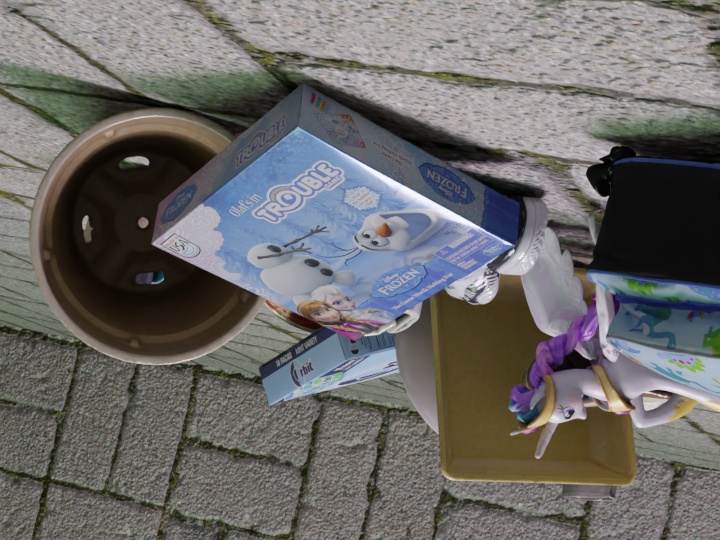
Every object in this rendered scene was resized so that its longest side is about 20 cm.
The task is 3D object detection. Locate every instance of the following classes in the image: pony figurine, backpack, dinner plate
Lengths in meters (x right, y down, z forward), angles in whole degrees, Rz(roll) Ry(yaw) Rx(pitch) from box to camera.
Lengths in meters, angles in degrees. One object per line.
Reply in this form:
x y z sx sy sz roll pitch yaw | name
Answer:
0.209 0.048 1.338 0.198 0.195 0.166 -4 179 -14 | pony figurine
0.264 0.013 1.065 0.199 0.149 0.182 16 173 -38 | backpack
0.126 0.075 1.520 0.198 0.202 0.024 16 157 -20 | dinner plate

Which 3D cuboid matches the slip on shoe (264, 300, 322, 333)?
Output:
-0.075 -0.005 1.587 0.200 0.074 0.061 42 154 -19 | slip on shoe

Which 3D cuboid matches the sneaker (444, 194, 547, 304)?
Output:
0.072 -0.029 1.343 0.114 0.076 0.200 15 166 -10 | sneaker

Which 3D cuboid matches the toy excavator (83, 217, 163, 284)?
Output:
-0.198 -0.031 1.667 0.199 0.101 0.194 14 -178 -40 | toy excavator

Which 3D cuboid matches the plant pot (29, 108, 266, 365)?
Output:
-0.177 -0.034 1.370 0.199 0.203 0.183 15 -178 -13 | plant pot

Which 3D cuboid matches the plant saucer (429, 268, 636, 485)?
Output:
0.146 0.097 1.480 0.198 0.202 0.048 5 160 -23 | plant saucer

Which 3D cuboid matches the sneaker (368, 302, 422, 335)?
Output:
0.000 0.000 1.489 0.073 0.117 0.200 15 173 -25 | sneaker

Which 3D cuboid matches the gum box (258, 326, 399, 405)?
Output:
0.024 0.072 1.605 0.198 0.045 0.170 -11 168 -32 | gum box

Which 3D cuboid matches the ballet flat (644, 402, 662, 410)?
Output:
0.269 0.110 1.609 0.071 0.073 0.200 12 -166 8 | ballet flat

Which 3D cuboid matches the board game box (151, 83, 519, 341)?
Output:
-0.021 -0.035 1.216 0.198 0.044 0.200 27 142 -26 | board game box

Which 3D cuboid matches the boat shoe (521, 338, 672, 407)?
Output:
0.237 0.086 1.439 0.198 0.072 0.076 -3 166 -7 | boat shoe

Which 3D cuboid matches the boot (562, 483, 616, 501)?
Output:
0.231 0.137 1.718 0.072 0.202 0.181 6 169 35 | boot
